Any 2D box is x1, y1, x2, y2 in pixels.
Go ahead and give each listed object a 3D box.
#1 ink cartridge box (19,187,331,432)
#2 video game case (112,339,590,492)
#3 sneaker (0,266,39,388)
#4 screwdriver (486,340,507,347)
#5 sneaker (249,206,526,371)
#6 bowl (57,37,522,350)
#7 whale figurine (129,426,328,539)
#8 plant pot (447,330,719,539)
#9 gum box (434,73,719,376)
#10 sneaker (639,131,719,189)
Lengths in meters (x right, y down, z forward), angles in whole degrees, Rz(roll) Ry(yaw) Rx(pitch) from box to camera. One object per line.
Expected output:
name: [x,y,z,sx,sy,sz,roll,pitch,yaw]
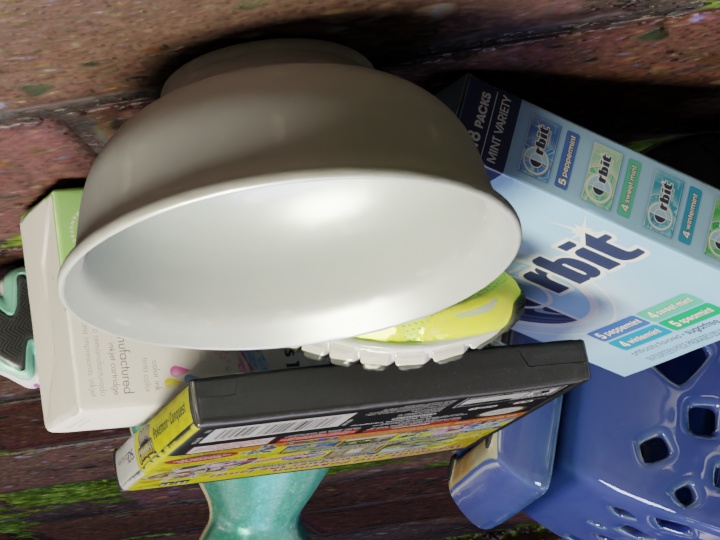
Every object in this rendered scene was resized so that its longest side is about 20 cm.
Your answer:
ink cartridge box: [-0.065,0.015,1.385,0.200,0.117,0.067,-4,169,-23]
video game case: [-0.009,0.073,1.353,0.200,0.026,0.181,-6,167,-18]
sneaker: [-0.150,0.043,1.570,0.200,0.078,0.140,-2,167,-25]
screwdriver: [0.000,0.000,1.345,0.200,0.028,0.029,23,127,-6]
sneaker: [-0.019,-0.011,1.278,0.200,0.090,0.078,9,-162,10]
bowl: [-0.034,-0.040,1.168,0.201,0.091,0.201,-6,159,-2]
whale figurine: [-0.048,0.083,1.490,0.159,0.200,0.104,-2,-167,-31]
plant pot: [0.157,0.067,1.581,0.180,0.200,0.200,11,166,-6]
gum box: [0.095,-0.017,1.332,0.200,0.045,0.170,22,158,-19]
sneaker: [0.240,-0.053,1.358,0.202,0.077,0.146,0,163,-18]
